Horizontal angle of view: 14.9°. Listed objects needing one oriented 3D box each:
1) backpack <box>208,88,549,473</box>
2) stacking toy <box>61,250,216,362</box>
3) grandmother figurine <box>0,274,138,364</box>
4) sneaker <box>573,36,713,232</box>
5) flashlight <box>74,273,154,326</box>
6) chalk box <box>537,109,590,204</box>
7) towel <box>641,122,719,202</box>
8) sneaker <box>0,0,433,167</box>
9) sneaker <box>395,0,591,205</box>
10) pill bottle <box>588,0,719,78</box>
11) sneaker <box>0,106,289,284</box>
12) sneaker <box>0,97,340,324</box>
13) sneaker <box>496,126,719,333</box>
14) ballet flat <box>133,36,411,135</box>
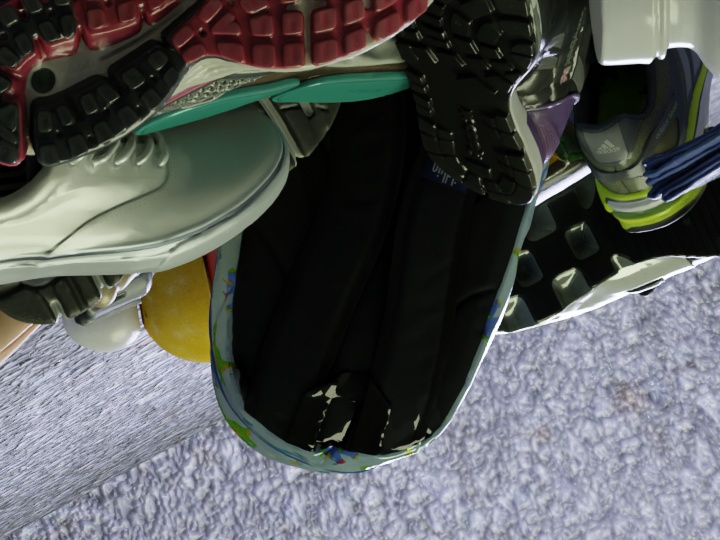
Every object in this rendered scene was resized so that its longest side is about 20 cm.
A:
[{"bbox_3d":[0.000,0.000,1.327,0.163,0.201,0.154,13,159,-13],"label":"backpack"},{"bbox_3d":[-0.092,0.013,1.754,0.199,0.147,0.146,-10,172,-5],"label":"stacking toy"},{"bbox_3d":[-0.143,-0.010,1.342,0.200,0.121,0.061,-39,137,-19],"label":"grandmother figurine"},{"bbox_3d":[0.147,-0.123,1.422,0.074,0.200,0.081,-12,144,24],"label":"sneaker"},{"bbox_3d":[-0.081,-0.029,1.566,0.200,0.068,0.068,-27,175,-25],"label":"flashlight"},{"bbox_3d":[0.059,-0.084,1.500,0.124,0.124,0.200,-32,174,17],"label":"chalk box"},{"bbox_3d":[0.234,-0.093,1.373,0.145,0.024,0.200,-34,174,35],"label":"towel"},{"bbox_3d":[-0.061,-0.103,1.030,0.200,0.081,0.075,-21,-172,-4],"label":"sneaker"},{"bbox_3d":[0.062,-0.116,1.186,0.088,0.076,0.200,-57,163,-21],"label":"sneaker"},{"bbox_3d":[0.187,-0.129,1.055,0.199,0.113,0.112,-5,175,2],"label":"pill bottle"},{"bbox_3d":[-0.118,-0.039,1.158,0.200,0.073,0.071,-16,148,-25],"label":"sneaker"},{"bbox_3d":[-0.096,-0.061,1.267,0.200,0.078,0.090,-34,-160,0],"label":"sneaker"},{"bbox_3d":[0.135,-0.020,1.479,0.200,0.074,0.089,-20,173,-9],"label":"sneaker"},{"bbox_3d":[-0.042,-0.099,1.171,0.069,0.070,0.200,-33,169,36],"label":"ballet flat"}]
